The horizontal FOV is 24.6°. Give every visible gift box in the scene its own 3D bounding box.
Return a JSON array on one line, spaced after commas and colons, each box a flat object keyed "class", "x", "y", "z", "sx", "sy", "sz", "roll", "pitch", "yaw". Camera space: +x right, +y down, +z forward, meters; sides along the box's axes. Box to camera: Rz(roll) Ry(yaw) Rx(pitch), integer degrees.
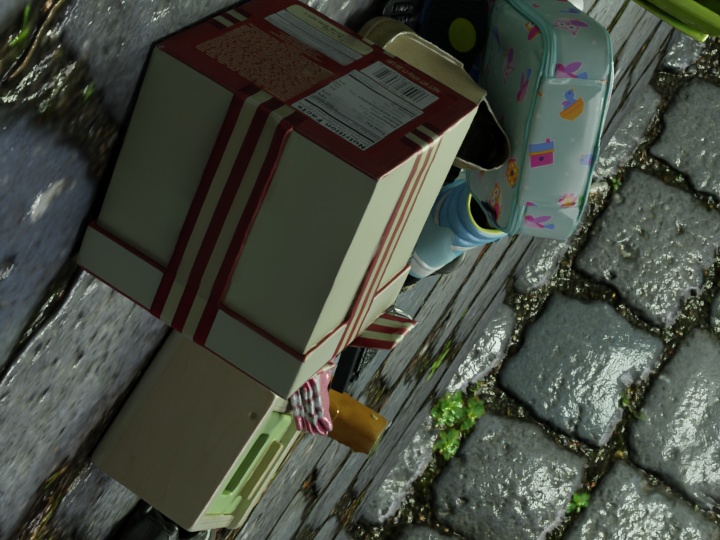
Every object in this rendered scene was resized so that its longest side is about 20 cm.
[{"class": "gift box", "x": -0.041, "y": -0.044, "z": 1.038, "sx": 0.200, "sy": 0.184, "sz": 0.187, "roll": -30, "pitch": 150, "yaw": -56}]

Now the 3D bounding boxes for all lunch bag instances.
[{"class": "lunch bag", "x": 0.146, "y": -0.133, "z": 1.429, "sx": 0.161, "sy": 0.077, "sz": 0.201, "roll": -122, "pitch": -142, "yaw": -60}]

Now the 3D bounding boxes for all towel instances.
[{"class": "towel", "x": -0.039, "y": 0.018, "z": 1.356, "sx": 0.147, "sy": 0.030, "sz": 0.201, "roll": -79, "pitch": 166, "yaw": -51}]

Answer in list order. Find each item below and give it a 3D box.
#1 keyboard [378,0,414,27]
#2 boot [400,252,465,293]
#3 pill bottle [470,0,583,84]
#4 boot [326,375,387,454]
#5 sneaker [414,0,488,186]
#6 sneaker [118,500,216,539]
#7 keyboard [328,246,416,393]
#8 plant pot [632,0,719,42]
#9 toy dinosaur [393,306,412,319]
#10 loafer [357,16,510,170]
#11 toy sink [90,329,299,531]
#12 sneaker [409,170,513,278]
[{"class": "keyboard", "x": 0.021, "y": -0.127, "z": 1.364, "sx": 0.104, "sy": 0.039, "sz": 0.201, "roll": -40, "pitch": 147, "yaw": -70}, {"class": "boot", "x": 0.079, "y": -0.076, "z": 1.860, "sx": 0.154, "sy": 0.073, "sz": 0.205, "roll": 144, "pitch": -37, "yaw": -64}, {"class": "pill bottle", "x": 0.137, "y": -0.229, "z": 1.527, "sx": 0.201, "sy": 0.112, "sz": 0.112, "roll": -63, "pitch": 169, "yaw": 23}, {"class": "boot", "x": -0.045, "y": 0.135, "z": 1.671, "sx": 0.071, "sy": 0.144, "sz": 0.201, "roll": -59, "pitch": 170, "yaw": 5}, {"class": "sneaker", "x": 0.058, "y": -0.168, "z": 1.442, "sx": 0.078, "sy": 0.066, "sz": 0.201, "roll": 2, "pitch": -99, "yaw": 60}, {"class": "sneaker", "x": -0.177, "y": 0.251, "z": 1.601, "sx": 0.098, "sy": 0.071, "sz": 0.200, "roll": -57, "pitch": 169, "yaw": 13}, {"class": "keyboard", "x": 0.001, "y": 0.062, "z": 1.581, "sx": 0.127, "sy": 0.021, "sz": 0.200, "roll": -44, "pitch": 164, "yaw": -31}, {"class": "plant pot", "x": 0.421, "y": -0.416, "z": 2.108, "sx": 0.200, "sy": 0.199, "sz": 0.181, "roll": -57, "pitch": 178, "yaw": -2}, {"class": "toy dinosaur", "x": 0.005, "y": -0.024, "z": 1.674, "sx": 0.102, "sy": 0.076, "sz": 0.201, "roll": -37, "pitch": 127, "yaw": -73}, {"class": "loafer", "x": 0.062, "y": -0.139, "z": 1.324, "sx": 0.200, "sy": 0.067, "sz": 0.076, "roll": 30, "pitch": 86, "yaw": -50}, {"class": "toy sink", "x": -0.124, "y": 0.138, "z": 1.395, "sx": 0.131, "sy": 0.112, "sz": 0.200, "roll": -56, "pitch": 170, "yaw": -3}, {"class": "sneaker", "x": 0.125, "y": -0.067, "z": 1.665, "sx": 0.130, "sy": 0.080, "sz": 0.200, "roll": -27, "pitch": -168, "yaw": 36}]
